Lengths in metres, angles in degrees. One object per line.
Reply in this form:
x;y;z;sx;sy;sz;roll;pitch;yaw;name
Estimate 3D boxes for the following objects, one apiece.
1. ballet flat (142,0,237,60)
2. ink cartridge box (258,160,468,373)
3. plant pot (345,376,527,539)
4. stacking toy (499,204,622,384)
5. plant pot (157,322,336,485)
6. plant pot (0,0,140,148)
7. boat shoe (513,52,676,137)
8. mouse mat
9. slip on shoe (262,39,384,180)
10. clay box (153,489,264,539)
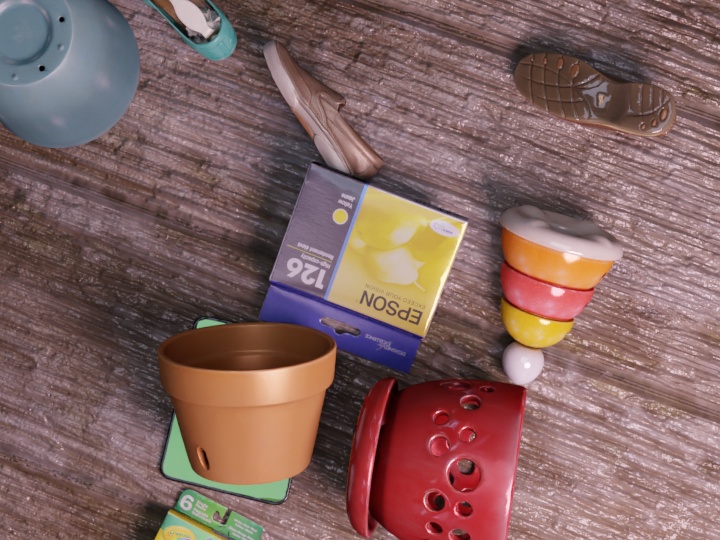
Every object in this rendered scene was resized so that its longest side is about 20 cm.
-0.226;-0.337;1.404;0.200;0.070;0.067;45;89;5;ballet flat
0.000;0.000;1.354;0.196;0.047;0.202;20;98;0;ink cartridge box
0.086;0.213;1.288;0.181;0.200;0.202;10;86;10;plant pot
0.209;0.036;1.348;0.145;0.146;0.202;16;105;3;stacking toy
-0.124;0.150;1.304;0.198;0.200;0.141;-1;101;2;plant pot
-0.373;-0.258;1.359;0.198;0.161;0.203;0;85;2;plant pot
0.276;-0.200;1.377;0.199;0.068;0.073;22;89;21;boat shoe
-0.144;0.167;1.392;0.159;0.008;0.202;13;85;3;mouse mat
-0.045;-0.191;1.381;0.060;0.076;0.201;-31;88;8;slip on shoe
-0.204;0.369;1.358;0.114;0.048;0.201;25;88;4;clay box
